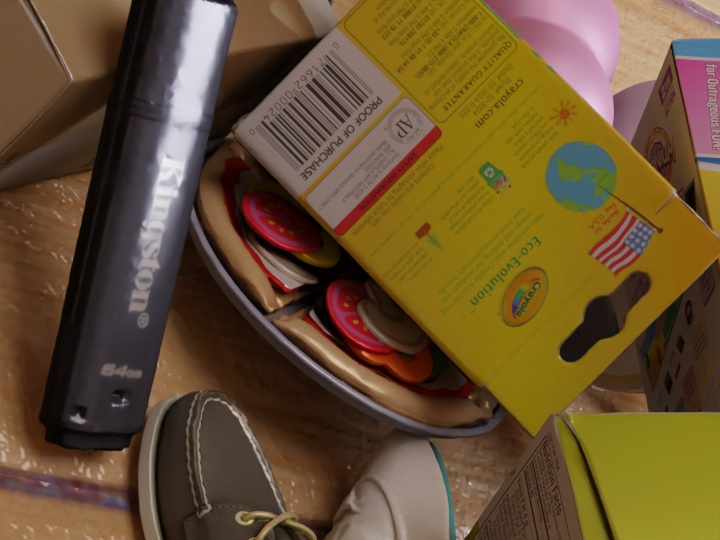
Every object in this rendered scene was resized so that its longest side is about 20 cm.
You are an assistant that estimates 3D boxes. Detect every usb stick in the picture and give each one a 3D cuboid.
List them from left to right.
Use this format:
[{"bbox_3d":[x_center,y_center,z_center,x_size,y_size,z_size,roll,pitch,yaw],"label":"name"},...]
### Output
[{"bbox_3d":[-0.092,-0.024,0.838,0.055,0.033,0.200,7,97,-60],"label":"usb stick"}]

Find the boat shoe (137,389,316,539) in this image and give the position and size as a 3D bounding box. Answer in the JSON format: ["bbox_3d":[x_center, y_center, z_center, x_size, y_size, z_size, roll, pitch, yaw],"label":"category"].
[{"bbox_3d":[-0.041,0.136,0.844,0.072,0.060,0.202,12,53,-45],"label":"boat shoe"}]

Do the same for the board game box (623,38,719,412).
[{"bbox_3d":[0.169,0.013,0.970,0.040,0.153,0.200,-3,63,-8],"label":"board game box"}]

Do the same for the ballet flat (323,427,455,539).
[{"bbox_3d":[0.011,0.153,0.897,0.069,0.069,0.200,23,47,-37],"label":"ballet flat"}]

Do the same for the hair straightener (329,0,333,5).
[{"bbox_3d":[-0.022,-0.137,1.109,0.200,0.041,0.077,50,35,-7],"label":"hair straightener"}]

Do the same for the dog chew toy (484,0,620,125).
[{"bbox_3d":[0.087,-0.095,1.124,0.124,0.124,0.200,33,37,-29],"label":"dog chew toy"}]

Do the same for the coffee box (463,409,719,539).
[{"bbox_3d":[0.161,0.190,0.862,0.199,0.198,0.200,1,57,-17],"label":"coffee box"}]

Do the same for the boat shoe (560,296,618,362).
[{"bbox_3d":[0.055,-0.030,0.991,0.200,0.076,0.072,50,13,8],"label":"boat shoe"}]

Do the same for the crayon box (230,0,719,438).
[{"bbox_3d":[0.055,-0.036,0.926,0.200,0.127,0.051,47,6,11],"label":"crayon box"}]

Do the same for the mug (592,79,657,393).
[{"bbox_3d":[0.182,0.002,1.148,0.186,0.149,0.153,35,44,3],"label":"mug"}]

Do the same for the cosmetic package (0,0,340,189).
[{"bbox_3d":[-0.110,-0.100,0.921,0.200,0.105,0.071,-20,76,-53],"label":"cosmetic package"}]

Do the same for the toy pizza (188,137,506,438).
[{"bbox_3d":[0.000,0.000,0.984,0.200,0.032,0.200,34,24,-18],"label":"toy pizza"}]
